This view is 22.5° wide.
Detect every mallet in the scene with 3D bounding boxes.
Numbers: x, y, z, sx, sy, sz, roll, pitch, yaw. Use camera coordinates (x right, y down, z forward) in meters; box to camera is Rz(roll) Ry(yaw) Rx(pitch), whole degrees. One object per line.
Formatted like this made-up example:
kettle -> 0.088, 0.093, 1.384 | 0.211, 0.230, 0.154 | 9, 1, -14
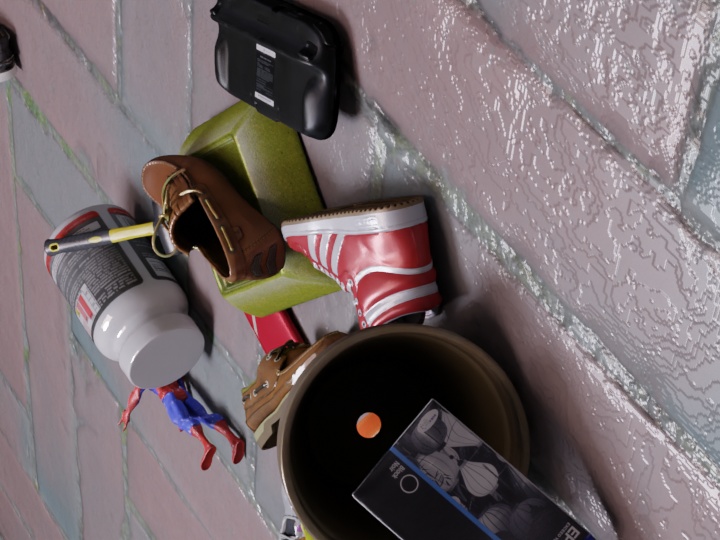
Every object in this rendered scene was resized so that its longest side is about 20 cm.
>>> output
mallet -> -0.264, -0.048, 1.957 | 0.200, 0.041, 0.066 | -1, 103, 29

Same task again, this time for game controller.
game controller -> -0.074, -0.184, 1.579 | 0.200, 0.042, 0.105 | 33, 135, 52

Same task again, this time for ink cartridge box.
ink cartridge box -> 0.099, 0.198, 1.374 | 0.200, 0.100, 0.039 | 39, 174, 7

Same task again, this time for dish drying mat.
dish drying mat -> -0.070, 0.090, 1.799 | 0.200, 0.018, 0.077 | 61, 151, 17

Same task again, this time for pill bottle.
pill bottle -> -0.263, 0.030, 2.024 | 0.200, 0.116, 0.116 | 52, 150, 33

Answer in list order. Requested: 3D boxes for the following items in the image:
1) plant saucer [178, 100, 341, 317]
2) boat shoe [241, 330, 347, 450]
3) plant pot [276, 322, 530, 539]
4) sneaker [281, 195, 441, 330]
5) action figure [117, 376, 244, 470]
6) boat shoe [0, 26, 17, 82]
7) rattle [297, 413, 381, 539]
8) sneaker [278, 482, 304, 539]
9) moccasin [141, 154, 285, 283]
plant saucer -> -0.106, -0.056, 1.710 | 0.200, 0.048, 0.200 | -20, 90, 59
boat shoe -> -0.068, 0.102, 1.722 | 0.068, 0.072, 0.200 | 59, 142, 15
plant pot -> 0.020, 0.137, 1.490 | 0.174, 0.200, 0.201 | -169, 61, -78
sneaker -> 0.000, 0.000, 1.536 | 0.200, 0.071, 0.113 | -3, 103, 61
action figure -> -0.213, 0.174, 2.082 | 0.200, 0.065, 0.099 | 47, 130, 39
boat shoe -> -0.504, -0.305, 2.306 | 0.200, 0.074, 0.060 | 40, 142, 41
rattle -> -0.043, 0.213, 1.702 | 0.200, 0.143, 0.130 | 105, 145, -56
sneaker -> -0.075, 0.314, 1.833 | 0.078, 0.140, 0.200 | -19, 92, 65
moccasin -> -0.149, -0.046, 1.659 | 0.201, 0.078, 0.074 | 44, 142, 39
